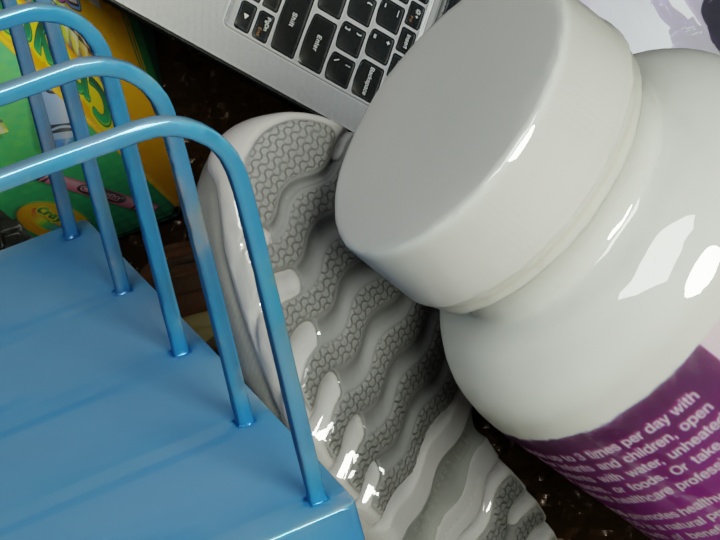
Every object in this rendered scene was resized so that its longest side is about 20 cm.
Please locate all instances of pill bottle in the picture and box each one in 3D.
[{"bbox_3d":[0.092,0.013,0.683,0.112,0.200,0.113,-38,31,29],"label":"pill bottle"}]

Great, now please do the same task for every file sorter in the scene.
[{"bbox_3d":[-0.112,0.004,0.659,0.138,0.123,0.200,-22,29,-17],"label":"file sorter"}]

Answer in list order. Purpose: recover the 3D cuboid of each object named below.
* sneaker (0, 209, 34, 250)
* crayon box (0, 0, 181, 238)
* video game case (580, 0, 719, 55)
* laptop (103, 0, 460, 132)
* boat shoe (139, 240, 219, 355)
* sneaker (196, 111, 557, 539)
[{"bbox_3d":[-0.156,0.014,0.874,0.199,0.079,0.074,20,66,37],"label":"sneaker"},{"bbox_3d":[-0.133,-0.099,0.848,0.058,0.200,0.119,-20,60,15],"label":"crayon box"},{"bbox_3d":[0.130,-0.080,0.797,0.142,0.019,0.201,-11,73,10],"label":"video game case"},{"bbox_3d":[0.046,-0.137,0.842,0.116,0.199,0.188,-11,56,58],"label":"laptop"},{"bbox_3d":[0.000,0.000,0.803,0.199,0.072,0.068,-17,54,35],"label":"boat shoe"},{"bbox_3d":[-0.011,0.043,0.736,0.082,0.201,0.075,10,45,37],"label":"sneaker"}]
